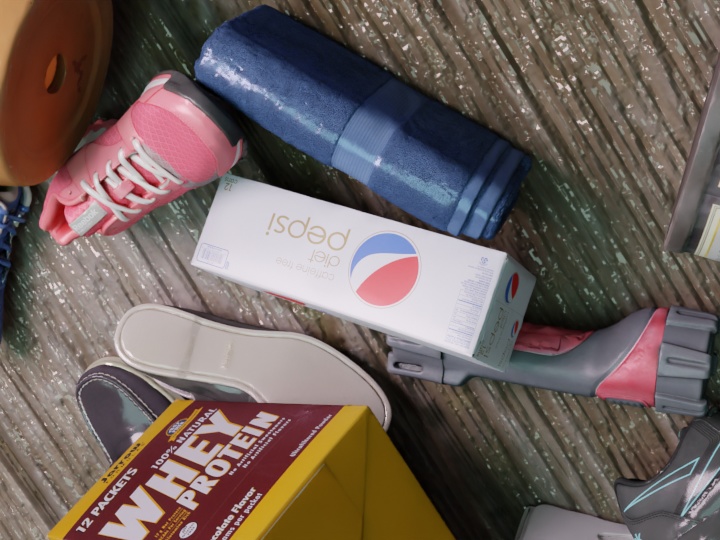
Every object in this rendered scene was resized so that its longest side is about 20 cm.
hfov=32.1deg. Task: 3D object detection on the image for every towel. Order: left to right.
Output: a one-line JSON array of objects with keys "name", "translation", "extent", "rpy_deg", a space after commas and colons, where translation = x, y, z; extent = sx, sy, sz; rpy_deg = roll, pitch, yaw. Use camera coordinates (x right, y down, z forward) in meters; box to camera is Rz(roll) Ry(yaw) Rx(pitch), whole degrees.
[{"name": "towel", "translation": [0.002, -0.085, 0.740], "extent": [0.199, 0.112, 0.049], "rpy_deg": [31, 114, 5]}]

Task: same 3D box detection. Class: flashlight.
[{"name": "flashlight", "translation": [0.119, 0.042, 0.777], "extent": [0.199, 0.068, 0.068], "rpy_deg": [10, 124, 20]}]

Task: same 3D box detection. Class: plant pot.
[{"name": "plant pot", "translation": [-0.238, -0.136, 0.737], "extent": [0.139, 0.200, 0.201], "rpy_deg": [18, 113, 10]}]

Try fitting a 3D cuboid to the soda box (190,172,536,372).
[{"name": "soda box", "translation": [0.000, 0.000, 0.764], "extent": [0.199, 0.068, 0.064], "rpy_deg": [18, 86, 26]}]

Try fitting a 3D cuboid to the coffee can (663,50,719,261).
[{"name": "coffee can", "translation": [0.273, -0.053, 0.642], "extent": [0.199, 0.146, 0.147], "rpy_deg": [17, 113, 12]}]

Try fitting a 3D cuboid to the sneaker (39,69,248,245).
[{"name": "sneaker", "translation": [-0.139, -0.055, 0.770], "extent": [0.074, 0.087, 0.200], "rpy_deg": [44, 151, -18]}]

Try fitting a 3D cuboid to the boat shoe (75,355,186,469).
[{"name": "boat shoe", "translation": [-0.139, 0.152, 0.898], "extent": [0.072, 0.065, 0.200], "rpy_deg": [-32, 96, 27]}]

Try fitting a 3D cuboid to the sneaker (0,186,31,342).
[{"name": "sneaker", "translation": [-0.273, -0.029, 0.873], "extent": [0.077, 0.076, 0.201], "rpy_deg": [6, 112, 21]}]

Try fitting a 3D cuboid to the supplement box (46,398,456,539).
[{"name": "supplement box", "translation": [-0.050, 0.197, 0.784], "extent": [0.199, 0.133, 0.198], "rpy_deg": [-5, 124, 49]}]

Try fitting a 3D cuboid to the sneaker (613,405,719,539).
[{"name": "sneaker", "translation": [0.240, 0.106, 0.750], "extent": [0.200, 0.075, 0.079], "rpy_deg": [-41, 60, 11]}]

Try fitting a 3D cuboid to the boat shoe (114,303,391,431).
[{"name": "boat shoe", "translation": [-0.071, 0.071, 0.860], "extent": [0.199, 0.057, 0.067], "rpy_deg": [19, 78, 8]}]

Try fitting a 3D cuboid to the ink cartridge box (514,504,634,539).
[{"name": "ink cartridge box", "translation": [0.158, 0.275, 0.831], "extent": [0.144, 0.084, 0.201], "rpy_deg": [12, 112, 14]}]
